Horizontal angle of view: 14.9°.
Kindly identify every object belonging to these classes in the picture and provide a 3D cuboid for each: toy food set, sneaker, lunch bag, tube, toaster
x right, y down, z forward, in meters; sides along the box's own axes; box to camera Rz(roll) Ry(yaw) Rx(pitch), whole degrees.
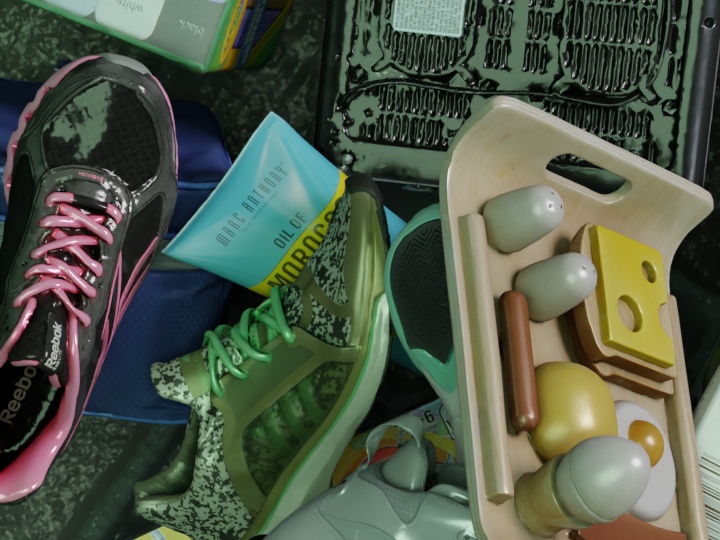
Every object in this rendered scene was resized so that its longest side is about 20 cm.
[{"bbox_3d":[0.106,0.041,1.094,0.060,0.143,0.200,-25,58,38],"label":"toy food set"},{"bbox_3d":[0.083,0.059,1.189,0.078,0.140,0.201,-12,94,22],"label":"sneaker"},{"bbox_3d":[-0.128,-0.025,1.289,0.135,0.200,0.133,7,106,-12],"label":"lunch bag"},{"bbox_3d":[0.000,0.000,1.246,0.078,0.200,0.050,-54,42,5],"label":"tube"},{"bbox_3d":[-0.125,0.009,1.145,0.079,0.095,0.200,17,100,-11],"label":"sneaker"},{"bbox_3d":[0.075,-0.128,1.255,0.180,0.119,0.201,6,95,7],"label":"toaster"},{"bbox_3d":[-0.044,0.046,1.194,0.088,0.077,0.200,15,112,-15],"label":"sneaker"},{"bbox_3d":[0.046,0.153,1.092,0.200,0.075,0.115,44,107,6],"label":"sneaker"}]

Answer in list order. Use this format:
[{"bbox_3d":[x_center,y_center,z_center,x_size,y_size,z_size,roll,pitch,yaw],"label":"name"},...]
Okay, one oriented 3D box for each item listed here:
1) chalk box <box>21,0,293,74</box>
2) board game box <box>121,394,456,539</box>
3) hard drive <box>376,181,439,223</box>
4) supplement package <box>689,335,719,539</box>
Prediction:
[{"bbox_3d":[-0.094,-0.169,1.267,0.125,0.200,0.124,22,97,5],"label":"chalk box"},{"bbox_3d":[-0.007,0.156,1.363,0.200,0.034,0.135,-26,91,9],"label":"board game box"},{"bbox_3d":[0.059,-0.067,1.339,0.139,0.033,0.200,19,96,6],"label":"hard drive"},{"bbox_3d":[0.205,0.113,1.249,0.147,0.200,0.192,28,97,5],"label":"supplement package"}]
